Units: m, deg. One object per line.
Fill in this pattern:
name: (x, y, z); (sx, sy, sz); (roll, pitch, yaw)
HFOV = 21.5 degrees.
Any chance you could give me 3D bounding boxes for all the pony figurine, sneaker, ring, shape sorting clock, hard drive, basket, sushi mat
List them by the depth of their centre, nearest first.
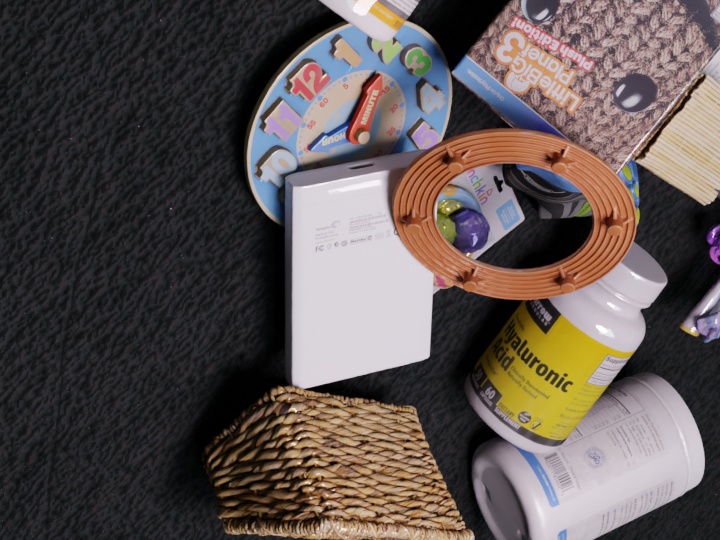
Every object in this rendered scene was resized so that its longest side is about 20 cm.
ring: (0.124, -0.039, 1.544); (0.199, 0.019, 0.201); (5, 139, 4)
shape sorting clock: (-0.007, -0.117, 1.565); (0.199, 0.039, 0.201); (-17, 127, -24)
hard drive: (0.000, 0.000, 1.604); (0.131, 0.027, 0.201); (-12, 125, -20)
basket: (-0.028, 0.206, 1.662); (0.143, 0.150, 0.199); (-42, 147, 28)
sushi mat: (0.303, -0.112, 1.669); (0.096, 0.012, 0.200); (-53, 152, 10)
sneaker: (0.194, -0.080, 1.713); (0.199, 0.082, 0.071); (17, 68, -54)
pony figurine: (0.387, -0.018, 1.843); (0.201, 0.166, 0.193); (-61, 164, 10)

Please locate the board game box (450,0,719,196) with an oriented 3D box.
board game box: (0.197, -0.188, 1.561); (0.200, 0.159, 0.097); (-52, 178, 5)

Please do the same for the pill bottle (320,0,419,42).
pill bottle: (0.032, -0.282, 1.428); (0.116, 0.116, 0.200); (30, 100, -43)

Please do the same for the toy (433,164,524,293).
toy: (0.062, -0.014, 1.674); (0.200, 0.047, 0.115); (-36, 134, -8)

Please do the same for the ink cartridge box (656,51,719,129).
ink cartridge box: (0.274, -0.173, 1.699); (0.116, 0.067, 0.200); (-49, 134, 4)

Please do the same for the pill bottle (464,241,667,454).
pill bottle: (0.192, 0.062, 1.751); (0.111, 0.111, 0.200); (16, 118, -40)

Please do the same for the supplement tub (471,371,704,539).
supplement tub: (0.221, 0.194, 1.864); (0.199, 0.132, 0.133); (-21, 129, -21)
